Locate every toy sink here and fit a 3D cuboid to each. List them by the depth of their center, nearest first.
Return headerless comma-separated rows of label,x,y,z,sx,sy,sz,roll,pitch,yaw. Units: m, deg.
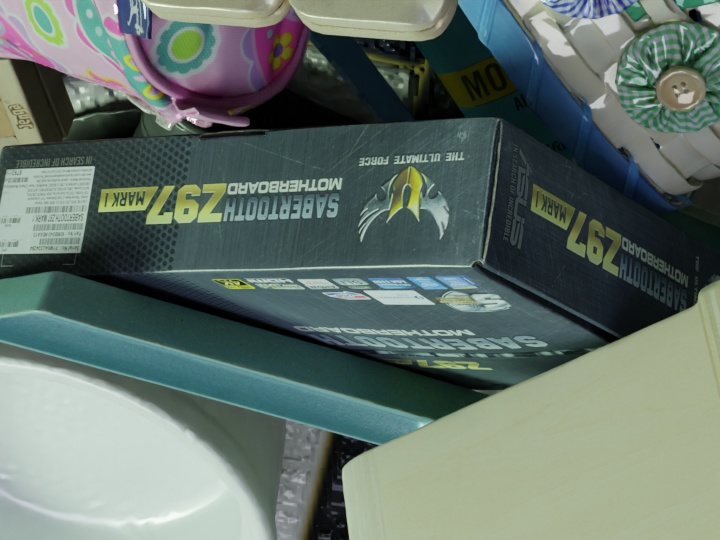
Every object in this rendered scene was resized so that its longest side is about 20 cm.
toy sink,0.115,0.088,0.794,0.200,0.112,0.130,-26,140,23

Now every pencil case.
pencil case,-0.099,-0.100,0.854,0.200,0.087,0.088,18,146,47

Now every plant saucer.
plant saucer,-0.037,0.033,0.863,0.200,0.019,0.070,16,166,-34

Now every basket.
basket,0.064,-0.103,0.837,0.200,0.139,0.176,-21,122,40

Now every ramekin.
ramekin,-0.125,0.077,1.068,0.200,0.098,0.201,6,132,7

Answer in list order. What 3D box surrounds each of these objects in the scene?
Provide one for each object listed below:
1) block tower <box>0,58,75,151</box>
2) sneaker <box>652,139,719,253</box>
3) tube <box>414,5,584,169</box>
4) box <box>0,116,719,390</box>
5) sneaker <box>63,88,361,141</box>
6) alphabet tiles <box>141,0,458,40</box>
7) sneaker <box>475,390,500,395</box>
block tower,-0.210,-0.065,0.988,0.200,0.054,0.058,-4,130,16
sneaker,0.173,0.016,0.946,0.200,0.071,0.080,22,105,-13
tube,0.079,-0.049,0.950,0.077,0.050,0.200,-27,120,6
box,0.000,0.000,0.848,0.200,0.051,0.158,0,165,34
sneaker,-0.035,-0.015,0.996,0.200,0.060,0.104,27,133,-7
alphabet tiles,0.000,-0.160,0.761,0.195,0.200,0.015,6,158,21
sneaker,0.057,0.059,0.955,0.084,0.200,0.073,10,90,-11
